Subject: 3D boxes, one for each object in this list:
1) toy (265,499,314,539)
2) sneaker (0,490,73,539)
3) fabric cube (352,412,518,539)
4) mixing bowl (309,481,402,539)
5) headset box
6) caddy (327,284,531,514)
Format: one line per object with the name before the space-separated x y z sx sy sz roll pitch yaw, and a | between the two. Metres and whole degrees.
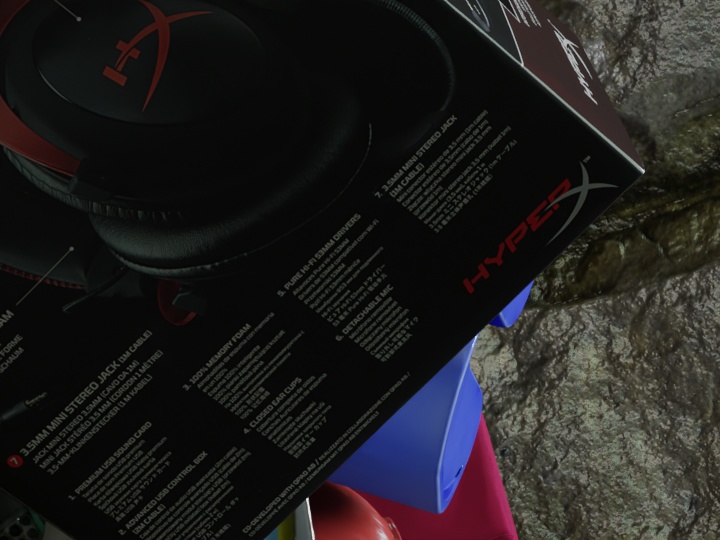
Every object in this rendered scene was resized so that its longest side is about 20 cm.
toy | -0.050 0.026 0.826 0.115 0.047 0.201 120 -37 -77
sneaker | -0.105 0.021 0.754 0.200 0.091 0.078 -101 -164 -51
fabric cube | -0.015 0.166 1.411 0.200 0.195 0.201 -103 179 -56
mixing bowl | -0.029 0.150 1.042 0.200 0.108 0.201 167 -90 -84
headset box | -0.064 -0.043 0.609 0.200 0.149 0.075 37 17 -26
caddy | 0.000 0.000 0.971 0.200 0.105 0.142 83 28 -74
